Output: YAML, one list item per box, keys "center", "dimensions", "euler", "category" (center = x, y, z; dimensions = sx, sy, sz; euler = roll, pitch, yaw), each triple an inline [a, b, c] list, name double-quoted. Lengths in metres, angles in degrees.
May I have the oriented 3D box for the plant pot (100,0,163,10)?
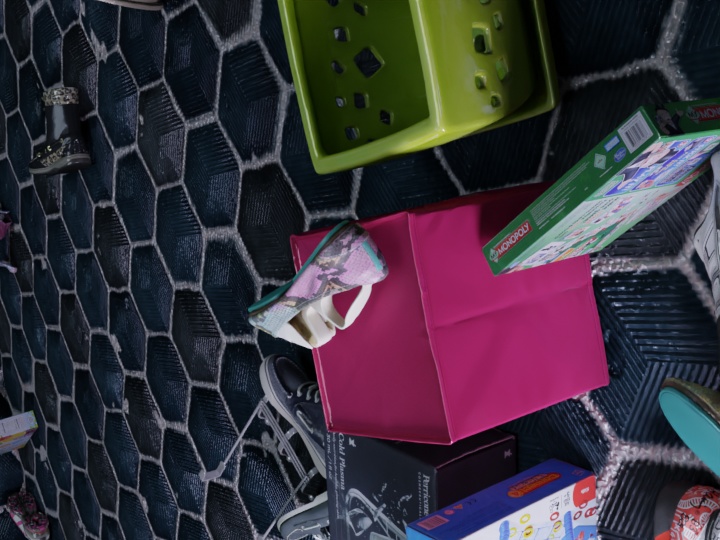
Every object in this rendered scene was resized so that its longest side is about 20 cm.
- center: [-0.367, -0.500, 1.383]
  dimensions: [0.200, 0.200, 0.185]
  euler: [38, 118, 43]
  category: "plant pot"

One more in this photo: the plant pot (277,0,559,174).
- center: [0.060, -0.207, 0.857]
  dimensions: [0.199, 0.181, 0.201]
  euler: [-9, 93, 54]
  category: "plant pot"

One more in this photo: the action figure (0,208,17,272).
- center: [-0.928, -0.063, 2.335]
  dimensions: [0.134, 0.148, 0.201]
  euler: [33, 112, 38]
  category: "action figure"

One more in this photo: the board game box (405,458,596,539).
- center: [0.139, 0.302, 0.886]
  dimensions: [0.056, 0.199, 0.197]
  euler: [10, 109, 51]
  category: "board game box"

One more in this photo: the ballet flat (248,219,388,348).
- center: [-0.039, 0.026, 0.833]
  dimensions: [0.071, 0.069, 0.200]
  euler: [53, 142, 1]
  category: "ballet flat"

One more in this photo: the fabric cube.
- center: [0.080, 0.034, 0.888]
  dimensions: [0.196, 0.198, 0.201]
  euler: [-6, 95, 56]
  category: "fabric cube"

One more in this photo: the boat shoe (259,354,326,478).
- center: [-0.053, 0.170, 1.237]
  dimensions: [0.200, 0.074, 0.093]
  euler: [51, 131, 21]
  category: "boat shoe"

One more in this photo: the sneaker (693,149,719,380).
- center: [0.291, 0.002, 0.706]
  dimensions: [0.088, 0.075, 0.201]
  euler: [-149, 60, -63]
  category: "sneaker"

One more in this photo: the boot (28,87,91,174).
- center: [-0.594, -0.268, 1.855]
  dimensions: [0.203, 0.073, 0.155]
  euler: [-3, 96, 48]
  category: "boot"

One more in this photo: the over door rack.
- center: [-0.133, 0.288, 1.365]
  dimensions: [0.200, 0.066, 0.148]
  euler: [-51, 57, 24]
  category: "over door rack"

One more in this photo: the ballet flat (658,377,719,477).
- center: [0.311, 0.151, 0.715]
  dimensions: [0.200, 0.070, 0.071]
  euler: [53, 138, 33]
  category: "ballet flat"

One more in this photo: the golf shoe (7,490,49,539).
- center: [-0.905, 0.678, 2.582]
  dimensions: [0.200, 0.072, 0.093]
  euler: [33, 128, 45]
  category: "golf shoe"

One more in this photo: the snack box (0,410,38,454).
- center: [-0.940, 0.437, 2.495]
  dimensions: [0.200, 0.142, 0.053]
  euler: [-41, 68, 51]
  category: "snack box"

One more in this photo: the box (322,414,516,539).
- center: [0.064, 0.261, 1.048]
  dimensions: [0.196, 0.123, 0.201]
  euler: [13, 110, 50]
  category: "box"

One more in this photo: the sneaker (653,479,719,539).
- center: [0.297, 0.279, 0.771]
  dimensions: [0.108, 0.067, 0.203]
  euler: [6, 103, 56]
  category: "sneaker"

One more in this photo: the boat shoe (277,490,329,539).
- center: [-0.050, 0.339, 1.275]
  dimensions: [0.200, 0.072, 0.062]
  euler: [-42, 62, 46]
  category: "boat shoe"

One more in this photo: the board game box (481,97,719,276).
- center: [0.201, -0.063, 0.743]
  dimensions: [0.200, 0.134, 0.029]
  euler: [-46, 64, 50]
  category: "board game box"
